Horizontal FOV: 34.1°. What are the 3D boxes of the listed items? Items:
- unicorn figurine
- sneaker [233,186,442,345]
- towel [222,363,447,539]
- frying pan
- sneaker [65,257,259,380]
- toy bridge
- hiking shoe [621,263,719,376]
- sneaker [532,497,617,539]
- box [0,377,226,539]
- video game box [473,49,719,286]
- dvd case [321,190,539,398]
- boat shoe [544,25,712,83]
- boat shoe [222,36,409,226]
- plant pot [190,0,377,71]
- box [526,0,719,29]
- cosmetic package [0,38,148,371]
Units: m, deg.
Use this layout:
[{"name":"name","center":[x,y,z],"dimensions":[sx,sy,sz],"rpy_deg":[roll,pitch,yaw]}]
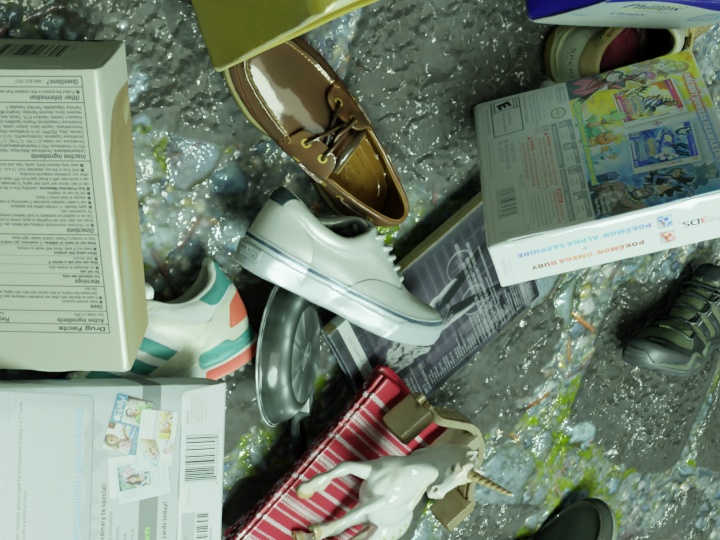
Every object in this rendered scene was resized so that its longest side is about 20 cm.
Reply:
[{"name":"unicorn figurine","center":[0.019,0.186,0.943],"dimensions":[0.137,0.074,0.200],"rpy_deg":[-17,164,-17]},{"name":"sneaker","center":[0.000,0.000,0.879],"dimensions":[0.200,0.073,0.071],"rpy_deg":[26,95,-42]},{"name":"towel","center":[-0.017,0.181,1.005],"dimensions":[0.200,0.022,0.145],"rpy_deg":[-47,143,-3]},{"name":"frying pan","center":[-0.054,0.098,0.916],"dimensions":[0.115,0.031,0.191],"rpy_deg":[-57,148,-63]},{"name":"sneaker","center":[-0.171,0.057,0.840],"dimensions":[0.199,0.070,0.094],"rpy_deg":[-25,106,-23]},{"name":"toy bridge","center":[0.074,0.159,1.026],"dimensions":[0.067,0.027,0.200],"rpy_deg":[-40,143,-12]},{"name":"hiking shoe","center":[0.335,0.043,1.195],"dimensions":[0.200,0.076,0.101],"rpy_deg":[-14,110,-41]},{"name":"sneaker","center":[0.175,0.303,1.184],"dimensions":[0.200,0.075,0.106],"rpy_deg":[-52,132,-4]},{"name":"box","center":[-0.188,0.150,0.768],"dimensions":[0.199,0.041,0.157],"rpy_deg":[2,89,-33]},{"name":"video game box","center":[0.183,-0.083,0.893],"dimensions":[0.182,0.200,0.047],"rpy_deg":[-15,126,14]},{"name":"dvd case","center":[0.066,0.035,1.013],"dimensions":[0.200,0.016,0.149],"rpy_deg":[-41,136,-15]},{"name":"boat shoe","center":[0.253,-0.203,1.018],"dimensions":[0.200,0.066,0.074],"rpy_deg":[-28,124,-23]},{"name":"boat shoe","center":[-0.024,-0.104,0.862],"dimensions":[0.072,0.068,0.200],"rpy_deg":[-47,130,-9]},{"name":"plant pot","center":[-0.020,-0.263,0.717],"dimensions":[0.195,0.194,0.201],"rpy_deg":[-28,101,-23]},{"name":"box","center":[0.217,-0.292,0.891],"dimensions":[0.183,0.105,0.201],"rpy_deg":[-6,92,-33]},{"name":"cosmetic package","center":[-0.195,-0.040,0.739],"dimensions":[0.105,0.071,0.201],"rpy_deg":[2,115,2]}]
